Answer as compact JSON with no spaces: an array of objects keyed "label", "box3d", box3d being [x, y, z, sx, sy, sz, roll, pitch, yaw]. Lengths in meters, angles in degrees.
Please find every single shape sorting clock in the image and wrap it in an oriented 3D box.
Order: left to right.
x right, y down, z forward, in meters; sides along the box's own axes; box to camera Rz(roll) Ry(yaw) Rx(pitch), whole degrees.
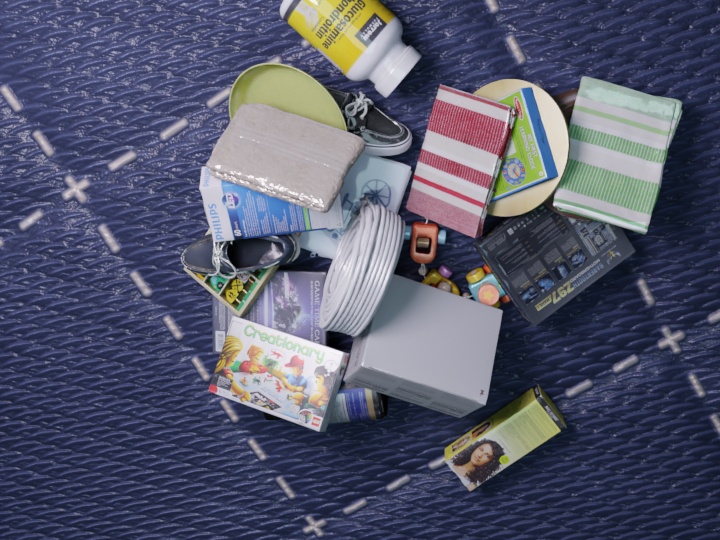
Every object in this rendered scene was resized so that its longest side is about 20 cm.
[{"label":"shape sorting clock","box3d":[0.217,-0.181,1.272,0.199,0.039,0.201,5,98,40]}]

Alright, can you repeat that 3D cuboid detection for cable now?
[{"label":"cable","box3d":[0.000,0.000,1.272,0.069,0.200,0.201,22,102,-10]}]

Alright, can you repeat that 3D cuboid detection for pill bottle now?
[{"label":"pill bottle","box3d":[-0.059,0.194,1.403,0.199,0.112,0.113,-5,106,7]},{"label":"pill bottle","box3d":[-0.011,-0.348,1.242,0.200,0.112,0.112,41,105,-7]}]

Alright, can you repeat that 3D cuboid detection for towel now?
[{"label":"towel","box3d":[-0.107,-0.161,1.214,0.199,0.035,0.133,21,65,14]},{"label":"towel","box3d":[0.149,-0.165,1.293,0.144,0.023,0.201,27,111,37]},{"label":"towel","box3d":[0.370,-0.168,1.241,0.152,0.023,0.201,16,86,4]}]

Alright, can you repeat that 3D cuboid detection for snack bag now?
[{"label":"snack bag","box3d":[-0.039,-0.107,1.362,0.199,0.021,0.190,19,106,2]}]

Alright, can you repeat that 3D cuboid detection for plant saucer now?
[{"label":"plant saucer","box3d":[-0.103,-0.222,1.279,0.199,0.031,0.201,17,134,19]},{"label":"plant saucer","box3d":[0.339,-0.176,1.270,0.199,0.032,0.202,0,84,2]}]

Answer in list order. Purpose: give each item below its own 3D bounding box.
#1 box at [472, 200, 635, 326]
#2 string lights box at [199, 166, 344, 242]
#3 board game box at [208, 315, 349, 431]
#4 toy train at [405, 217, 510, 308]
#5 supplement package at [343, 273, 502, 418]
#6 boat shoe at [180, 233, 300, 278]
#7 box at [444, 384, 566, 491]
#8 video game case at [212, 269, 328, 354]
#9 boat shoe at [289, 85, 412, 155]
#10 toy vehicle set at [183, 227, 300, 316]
[{"label":"box","box3d":[0.297,-0.036,1.319,0.200,0.051,0.158,-37,100,0]},{"label":"string lights box","box3d":[-0.128,-0.107,1.268,0.199,0.059,0.103,-6,132,0]},{"label":"board game box","box3d":[-0.129,0.160,1.346,0.199,0.035,0.127,16,85,18]},{"label":"toy train","box3d":[0.158,-0.005,1.357,0.199,0.056,0.151,11,107,2]},{"label":"supplement package","box3d":[0.097,0.116,1.320,0.199,0.111,0.157,19,67,-9]},{"label":"boat shoe","box3d":[-0.193,-0.026,1.324,0.199,0.062,0.075,0,95,16]},{"label":"box","box3d":[0.240,0.281,1.436,0.200,0.050,0.075,-39,100,13]},{"label":"video game case","box3d":[-0.147,0.069,1.390,0.199,0.019,0.144,2,96,15]},{"label":"boat shoe","box3d":[-0.014,-0.236,1.289,0.198,0.074,0.068,24,146,5]},{"label":"toy vehicle set","box3d":[-0.181,-0.043,1.366,0.124,0.026,0.200,38,104,10]}]
